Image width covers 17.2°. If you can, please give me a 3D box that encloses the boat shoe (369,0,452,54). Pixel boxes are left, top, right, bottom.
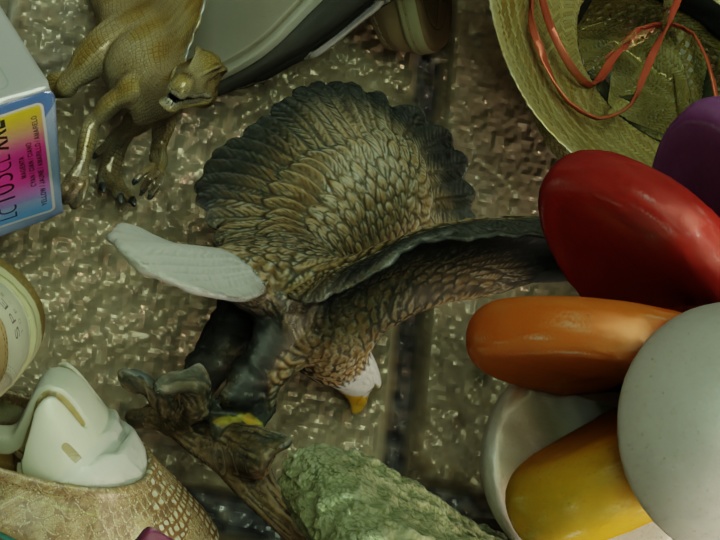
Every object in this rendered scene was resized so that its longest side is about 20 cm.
[{"bbox_3d":[-0.015,-0.182,1.023,0.064,0.071,0.200,-20,85,17],"label":"boat shoe"}]

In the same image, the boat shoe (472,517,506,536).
[{"bbox_3d":[0.023,0.184,0.907,0.072,0.068,0.200,29,46,-9],"label":"boat shoe"}]

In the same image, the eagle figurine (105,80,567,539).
[{"bbox_3d":[0.000,0.003,0.926,0.200,0.151,0.152,-44,90,-16],"label":"eagle figurine"}]

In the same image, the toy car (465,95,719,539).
[{"bbox_3d":[0.128,0.016,0.827,0.200,0.175,0.150,-18,87,-23],"label":"toy car"}]

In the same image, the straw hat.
[{"bbox_3d":[0.120,-0.079,1.003,0.201,0.085,0.201,13,59,-23],"label":"straw hat"}]

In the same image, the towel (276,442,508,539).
[{"bbox_3d":[0.061,0.136,0.822,0.036,0.148,0.200,-48,132,10],"label":"towel"}]

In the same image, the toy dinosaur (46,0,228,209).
[{"bbox_3d":[-0.094,-0.083,0.957,0.058,0.200,0.101,23,106,-32],"label":"toy dinosaur"}]

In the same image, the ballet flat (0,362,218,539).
[{"bbox_3d":[-0.142,0.060,0.901,0.200,0.065,0.071,18,27,-9],"label":"ballet flat"}]

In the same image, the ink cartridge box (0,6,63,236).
[{"bbox_3d":[-0.229,-0.054,0.892,0.200,0.076,0.137,-19,50,-20],"label":"ink cartridge box"}]

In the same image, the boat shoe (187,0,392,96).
[{"bbox_3d":[-0.009,-0.120,0.961,0.057,0.200,0.067,23,42,-48],"label":"boat shoe"}]

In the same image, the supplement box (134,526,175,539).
[{"bbox_3d":[-0.082,0.184,0.812,0.103,0.200,0.131,36,67,-1],"label":"supplement box"}]

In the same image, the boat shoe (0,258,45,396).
[{"bbox_3d":[-0.193,0.076,0.845,0.074,0.066,0.200,38,103,-6],"label":"boat shoe"}]
